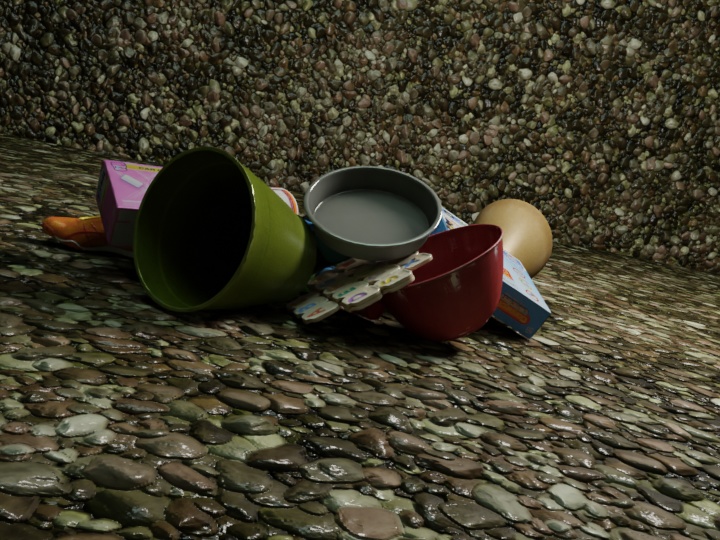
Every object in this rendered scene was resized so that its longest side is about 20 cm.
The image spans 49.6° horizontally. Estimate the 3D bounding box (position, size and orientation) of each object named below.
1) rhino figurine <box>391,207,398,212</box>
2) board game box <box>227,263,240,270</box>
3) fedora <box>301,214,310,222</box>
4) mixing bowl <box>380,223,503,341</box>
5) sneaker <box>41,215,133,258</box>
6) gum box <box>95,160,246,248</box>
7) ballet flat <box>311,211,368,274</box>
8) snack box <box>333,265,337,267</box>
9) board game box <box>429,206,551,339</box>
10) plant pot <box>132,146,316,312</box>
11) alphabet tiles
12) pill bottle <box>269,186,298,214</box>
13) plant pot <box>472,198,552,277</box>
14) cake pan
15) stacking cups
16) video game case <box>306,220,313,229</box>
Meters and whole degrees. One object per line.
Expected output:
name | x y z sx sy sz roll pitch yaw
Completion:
rhino figurine | 0.027 -0.065 1.222 0.059 0.089 0.199 24 -6 -27
board game box | -0.260 -0.054 1.166 0.133 0.029 0.201 -2 40 -39
fedora | -0.021 -0.078 1.449 0.198 0.093 0.201 26 -16 8
mixing bowl | 0.117 0.026 1.073 0.196 0.110 0.201 -20 16 6
sneaker | -0.389 -0.065 1.207 0.195 0.079 0.073 8 11 -10
gum box | -0.267 -0.090 1.120 0.197 0.067 0.114 3 38 -33
ballet flat | -0.068 -0.030 1.161 0.198 0.071 0.071 -33 19 -8
snack box | 0.000 0.000 1.286 0.197 0.038 0.116 20 -6 23
board game box | 0.196 -0.004 1.271 0.198 0.056 0.197 33 19 -17
plant pot | -0.159 -0.034 1.025 0.197 0.204 0.192 17 -1 31
alphabet tiles | -0.005 0.014 1.058 0.193 0.015 0.199 -27 16 -15
pill bottle | -0.221 -0.124 1.661 0.108 0.112 0.199 15 10 21
plant pot | 0.298 -0.036 1.642 0.183 0.190 0.200 14 22 18
cake pan | 0.017 -0.081 1.105 0.195 0.037 0.202 3 38 -2
stacking cups | -0.042 0.019 1.176 0.060 0.062 0.198 2 13 -44
video game case | -0.035 -0.034 1.385 0.197 0.018 0.143 24 -13 20
